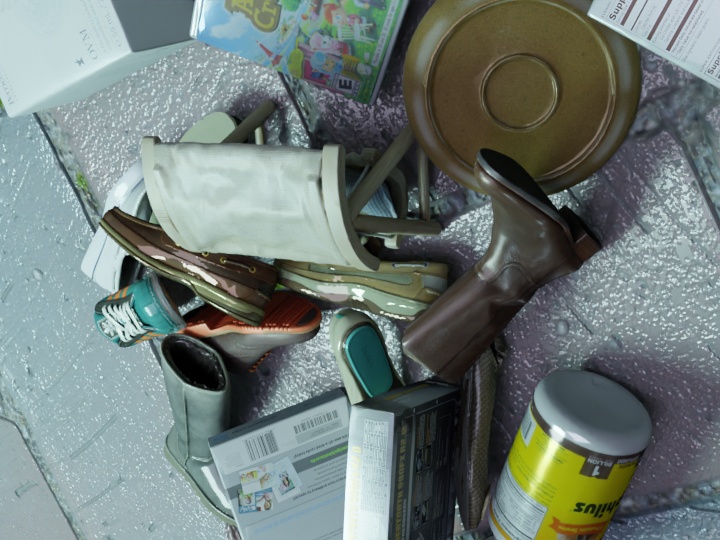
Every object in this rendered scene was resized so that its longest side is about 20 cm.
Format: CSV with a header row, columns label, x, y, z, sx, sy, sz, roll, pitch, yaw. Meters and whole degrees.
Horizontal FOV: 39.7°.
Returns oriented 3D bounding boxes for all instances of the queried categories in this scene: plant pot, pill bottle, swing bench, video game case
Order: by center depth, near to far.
label,x,y,z,sx,sy,sz,roll,pitch,yaw
plant pot,0.132,-0.149,0.827,0.198,0.028,0.202,3,114,8
video game case,-0.045,-0.252,0.842,0.181,0.022,0.201,21,134,-1
swing bench,-0.056,-0.075,0.904,0.198,0.200,0.131,7,112,29
pill bottle,0.185,0.200,0.924,0.109,0.109,0.201,27,121,19

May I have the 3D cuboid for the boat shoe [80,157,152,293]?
label,x,y,z,sx,sy,sz,roll,pitch,yaw
boat shoe,-0.251,-0.047,1.118,0.065,0.074,0.200,40,134,5

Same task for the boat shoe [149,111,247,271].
label,x,y,z,sx,sy,sz,roll,pitch,yaw
boat shoe,-0.167,-0.082,1.054,0.074,0.063,0.202,47,124,27

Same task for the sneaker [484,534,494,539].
label,x,y,z,sx,sy,sz,roll,pitch,yaw
sneaker,0.090,0.332,1.059,0.073,0.072,0.200,49,122,14

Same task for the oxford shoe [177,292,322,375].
label,x,y,z,sx,sy,sz,roll,pitch,yaw
oxford shoe,-0.113,0.072,1.084,0.199,0.071,0.073,-4,116,40

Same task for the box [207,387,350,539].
label,x,y,z,sx,sy,sz,roll,pitch,yaw
box,-0.060,0.248,1.074,0.155,0.041,0.201,-20,101,-11

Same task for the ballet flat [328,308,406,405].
label,x,y,z,sx,sy,sz,roll,pitch,yaw
ballet flat,0.013,0.125,1.025,0.069,0.070,0.201,-2,119,31

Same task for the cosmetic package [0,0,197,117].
label,x,y,z,sx,sy,sz,roll,pitch,yaw
cosmetic package,-0.298,-0.289,1.013,0.199,0.123,0.201,-16,100,36

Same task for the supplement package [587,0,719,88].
label,x,y,z,sx,sy,sz,roll,pitch,yaw
supplement package,0.292,-0.196,0.654,0.199,0.191,0.148,34,122,14

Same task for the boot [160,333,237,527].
label,x,y,z,sx,sy,sz,roll,pitch,yaw
boot,-0.158,0.183,1.119,0.181,0.073,0.201,33,134,15

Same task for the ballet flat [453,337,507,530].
label,x,y,z,sx,sy,sz,roll,pitch,yaw
ballet flat,0.117,0.152,0.964,0.046,0.067,0.202,0,94,-9

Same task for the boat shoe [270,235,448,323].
label,x,y,z,sx,sy,sz,roll,pitch,yaw
boat shoe,0.000,0.000,0.992,0.199,0.072,0.077,13,89,27

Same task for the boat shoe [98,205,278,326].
label,x,y,z,sx,sy,sz,roll,pitch,yaw
boat shoe,-0.172,-0.017,1.010,0.199,0.072,0.068,29,86,12

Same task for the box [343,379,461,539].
label,x,y,z,sx,sy,sz,roll,pitch,yaw
box,0.042,0.217,0.957,0.048,0.158,0.202,6,96,29

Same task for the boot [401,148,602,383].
label,x,y,z,sx,sy,sz,roll,pitch,yaw
boot,0.090,0.008,0.848,0.200,0.186,0.064,-42,44,17

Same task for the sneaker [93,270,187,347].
label,x,y,z,sx,sy,sz,roll,pitch,yaw
sneaker,-0.243,0.051,1.076,0.072,0.080,0.200,60,163,-6
